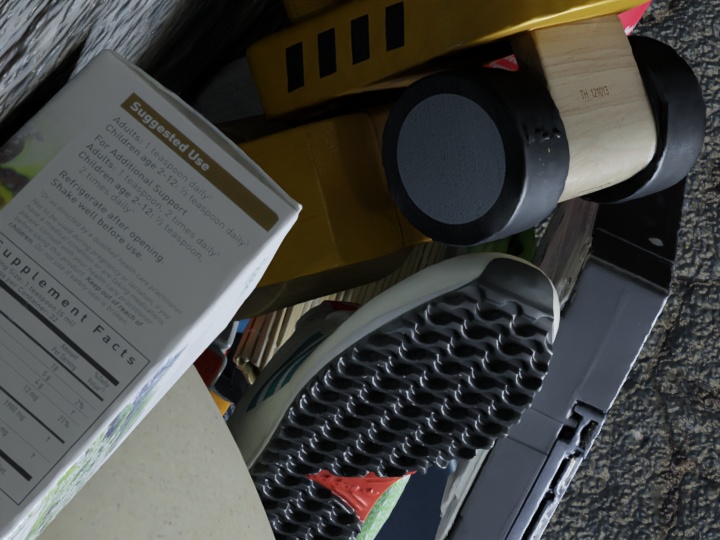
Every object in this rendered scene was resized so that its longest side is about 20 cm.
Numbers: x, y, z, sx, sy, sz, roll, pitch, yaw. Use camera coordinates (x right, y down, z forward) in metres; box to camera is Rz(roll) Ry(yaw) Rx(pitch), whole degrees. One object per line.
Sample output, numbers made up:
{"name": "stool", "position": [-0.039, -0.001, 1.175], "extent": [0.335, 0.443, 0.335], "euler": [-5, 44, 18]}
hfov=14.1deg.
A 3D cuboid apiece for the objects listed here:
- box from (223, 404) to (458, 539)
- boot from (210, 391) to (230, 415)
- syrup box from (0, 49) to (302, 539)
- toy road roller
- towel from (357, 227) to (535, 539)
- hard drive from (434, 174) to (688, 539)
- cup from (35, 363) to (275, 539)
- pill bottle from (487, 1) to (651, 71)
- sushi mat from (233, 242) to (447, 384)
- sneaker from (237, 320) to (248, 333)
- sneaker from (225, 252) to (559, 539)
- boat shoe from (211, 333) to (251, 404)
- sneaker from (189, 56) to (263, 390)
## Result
{"name": "box", "position": [-0.024, 0.080, 1.494], "extent": [0.200, 0.107, 0.148], "euler": [-7, -165, 21]}
{"name": "boot", "position": [-0.058, -0.010, 1.355], "extent": [0.144, 0.071, 0.201], "euler": [-59, 179, 30]}
{"name": "syrup box", "position": [-0.111, 0.035, 0.830], "extent": [0.200, 0.081, 0.079], "euler": [-50, 179, -34]}
{"name": "toy road roller", "position": [0.010, -0.075, 1.004], "extent": [0.200, 0.146, 0.123], "euler": [-18, 179, 39]}
{"name": "towel", "position": [0.032, 0.046, 1.241], "extent": [0.149, 0.031, 0.200], "euler": [-76, -168, -58]}
{"name": "hard drive", "position": [0.079, 0.021, 1.107], "extent": [0.200, 0.038, 0.140], "euler": [-69, -177, -66]}
{"name": "cup", "position": [-0.112, 0.096, 0.969], "extent": [0.200, 0.143, 0.200], "euler": [-51, 177, -3]}
{"name": "pill bottle", "position": [0.065, -0.132, 1.135], "extent": [0.200, 0.112, 0.112], "euler": [-57, 175, 30]}
{"name": "sushi mat", "position": [0.000, 0.000, 1.187], "extent": [0.012, 0.096, 0.200], "euler": [-12, -141, 29]}
{"name": "sneaker", "position": [-0.021, -0.053, 1.256], "extent": [0.200, 0.072, 0.072], "euler": [-51, 176, -27]}
{"name": "sneaker", "position": [0.001, 0.034, 1.026], "extent": [0.200, 0.070, 0.093], "euler": [-48, -153, 43]}
{"name": "boat shoe", "position": [0.006, -0.018, 1.292], "extent": [0.200, 0.072, 0.068], "euler": [-47, -149, -9]}
{"name": "sneaker", "position": [-0.077, 0.008, 1.131], "extent": [0.200, 0.077, 0.082], "euler": [-50, -177, -8]}
